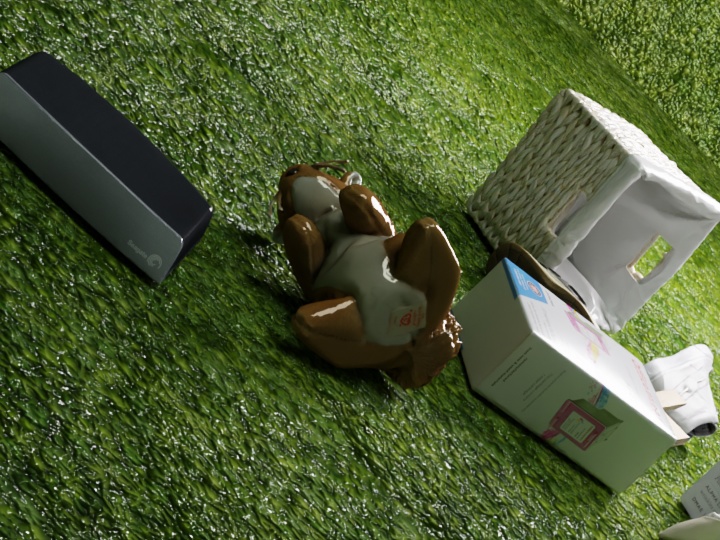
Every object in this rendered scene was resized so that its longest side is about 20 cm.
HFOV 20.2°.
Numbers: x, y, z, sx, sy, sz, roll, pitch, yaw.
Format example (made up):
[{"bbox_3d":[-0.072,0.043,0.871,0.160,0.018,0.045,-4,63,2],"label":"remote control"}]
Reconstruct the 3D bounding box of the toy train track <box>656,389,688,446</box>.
[{"bbox_3d":[0.266,0.121,2.117,0.114,0.033,0.200,-3,41,-43],"label":"toy train track"}]

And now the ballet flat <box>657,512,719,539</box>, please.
[{"bbox_3d":[0.381,0.254,1.886,0.199,0.070,0.069,16,16,7],"label":"ballet flat"}]

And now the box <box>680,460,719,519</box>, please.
[{"bbox_3d":[0.462,0.279,2.031,0.199,0.131,0.200,25,26,-47],"label":"box"}]

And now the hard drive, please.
[{"bbox_3d":[-0.201,-0.085,1.539,0.200,0.042,0.135,43,18,-4],"label":"hard drive"}]

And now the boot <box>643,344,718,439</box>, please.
[{"bbox_3d":[0.358,0.143,2.226,0.096,0.074,0.200,55,28,14],"label":"boot"}]

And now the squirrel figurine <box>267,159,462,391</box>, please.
[{"bbox_3d":[0.000,0.000,1.698,0.200,0.141,0.187,46,1,-45],"label":"squirrel figurine"}]

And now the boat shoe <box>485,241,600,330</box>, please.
[{"bbox_3d":[0.208,0.047,2.086,0.065,0.073,0.200,13,35,-49],"label":"boat shoe"}]

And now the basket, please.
[{"bbox_3d":[0.255,-0.065,2.246,0.200,0.198,0.161,20,26,-51],"label":"basket"}]

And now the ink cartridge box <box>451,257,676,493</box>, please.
[{"bbox_3d":[0.192,0.100,1.916,0.200,0.085,0.145,37,19,-25],"label":"ink cartridge box"}]
